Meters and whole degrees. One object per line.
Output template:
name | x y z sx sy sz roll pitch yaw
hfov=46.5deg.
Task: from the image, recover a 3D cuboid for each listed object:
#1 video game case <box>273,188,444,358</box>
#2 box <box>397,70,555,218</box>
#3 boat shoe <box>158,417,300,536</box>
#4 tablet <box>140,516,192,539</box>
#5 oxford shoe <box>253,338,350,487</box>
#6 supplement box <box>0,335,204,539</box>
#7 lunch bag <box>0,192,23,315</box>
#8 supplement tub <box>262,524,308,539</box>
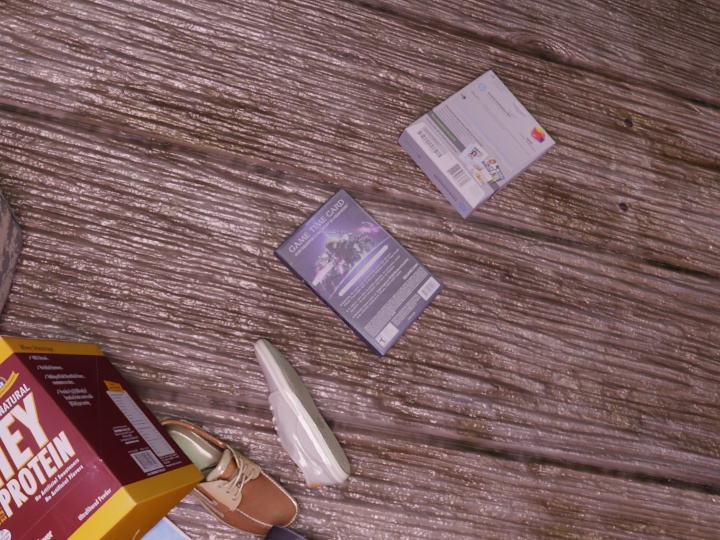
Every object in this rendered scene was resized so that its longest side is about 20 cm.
video game case | 0.000 0.000 1.135 0.200 0.019 0.143 43 62 4
box | 0.177 -0.194 1.263 0.200 0.041 0.156 -38 84 -27
boat shoe | -0.159 0.234 0.951 0.199 0.074 0.076 31 62 -4
tablet | -0.198 0.372 0.915 0.200 0.014 0.130 40 62 2
oxford shoe | -0.083 0.174 1.011 0.057 0.075 0.201 -33 77 10
supplement box | -0.293 0.185 0.830 0.133 0.197 0.200 -43 80 1
lunch bag | -0.486 0.001 0.913 0.166 0.140 0.202 4 65 1
supplement tub | -0.113 0.372 0.874 0.106 0.107 0.201 34 63 -2
